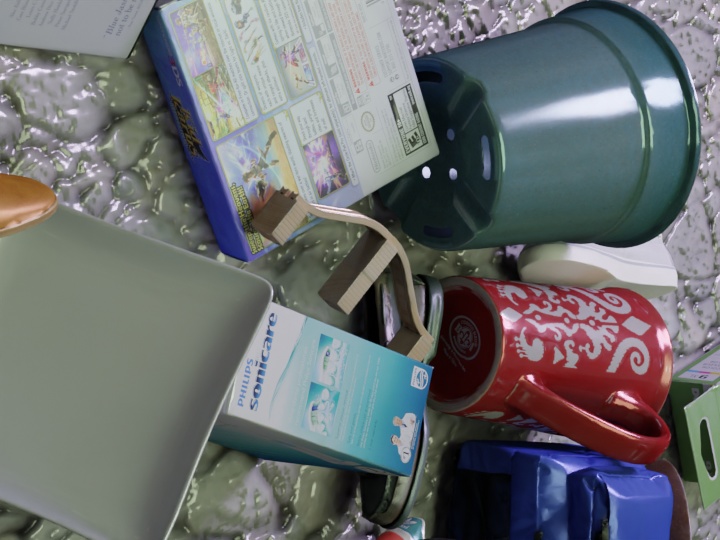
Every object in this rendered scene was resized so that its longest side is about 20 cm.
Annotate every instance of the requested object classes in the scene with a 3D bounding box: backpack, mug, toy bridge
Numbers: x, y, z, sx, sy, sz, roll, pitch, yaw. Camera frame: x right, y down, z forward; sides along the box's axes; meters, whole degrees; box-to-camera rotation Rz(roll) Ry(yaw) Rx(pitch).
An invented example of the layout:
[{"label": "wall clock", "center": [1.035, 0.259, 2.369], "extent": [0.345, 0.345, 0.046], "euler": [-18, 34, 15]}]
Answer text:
[{"label": "backpack", "center": [0.158, 0.245, 1.867], "extent": [0.162, 0.168, 0.201], "euler": [7, 90, -40]}, {"label": "mug", "center": [0.154, 0.071, 1.847], "extent": [0.200, 0.177, 0.134], "euler": [11, 92, -45]}, {"label": "toy bridge", "center": [0.000, 0.000, 1.685], "extent": [0.067, 0.027, 0.200], "euler": [-52, 132, -10]}]

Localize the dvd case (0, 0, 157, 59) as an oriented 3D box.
[{"label": "dvd case", "center": [-0.195, -0.206, 1.480], "extent": [0.200, 0.018, 0.143], "euler": [2, 125, -49]}]

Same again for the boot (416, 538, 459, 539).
[{"label": "boot", "center": [0.038, 0.308, 1.726], "extent": [0.069, 0.188, 0.201], "euler": [-84, 161, -73]}]

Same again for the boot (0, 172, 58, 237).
[{"label": "boot", "center": [-0.270, -0.089, 1.412], "extent": [0.201, 0.071, 0.145], "euler": [-12, 107, -42]}]

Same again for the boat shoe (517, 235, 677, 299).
[{"label": "boat shoe", "center": [0.202, -0.018, 1.975], "extent": [0.200, 0.072, 0.069], "euler": [5, 67, -43]}]

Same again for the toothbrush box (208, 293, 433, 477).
[{"label": "toothbrush box", "center": [-0.071, 0.078, 1.603], "extent": [0.200, 0.146, 0.086], "euler": [22, 76, -47]}]

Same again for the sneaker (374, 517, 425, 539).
[{"label": "sneaker", "center": [0.058, 0.283, 1.822], "extent": [0.093, 0.070, 0.200], "euler": [-44, 122, -31]}]

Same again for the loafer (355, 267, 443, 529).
[{"label": "loafer", "center": [0.015, 0.095, 1.775], "extent": [0.063, 0.072, 0.201], "euler": [17, 72, -28]}]

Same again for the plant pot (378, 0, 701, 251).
[{"label": "plant pot", "center": [0.125, -0.103, 1.796], "extent": [0.196, 0.200, 0.201], "euler": [-11, 101, -40]}]

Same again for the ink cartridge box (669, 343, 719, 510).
[{"label": "ink cartridge box", "center": [0.339, 0.134, 2.146], "extent": [0.200, 0.059, 0.104], "euler": [-28, 113, -44]}]

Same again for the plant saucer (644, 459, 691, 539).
[{"label": "plant saucer", "center": [0.236, 0.260, 1.970], "extent": [0.034, 0.200, 0.201], "euler": [5, 89, -11]}]

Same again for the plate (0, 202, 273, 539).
[{"label": "plate", "center": [-0.180, 0.065, 1.469], "extent": [0.032, 0.199, 0.201], "euler": [87, 25, -67]}]

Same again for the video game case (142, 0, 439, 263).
[{"label": "video game case", "center": [-0.050, -0.135, 1.655], "extent": [0.181, 0.045, 0.201], "euler": [-31, 116, -27]}]
